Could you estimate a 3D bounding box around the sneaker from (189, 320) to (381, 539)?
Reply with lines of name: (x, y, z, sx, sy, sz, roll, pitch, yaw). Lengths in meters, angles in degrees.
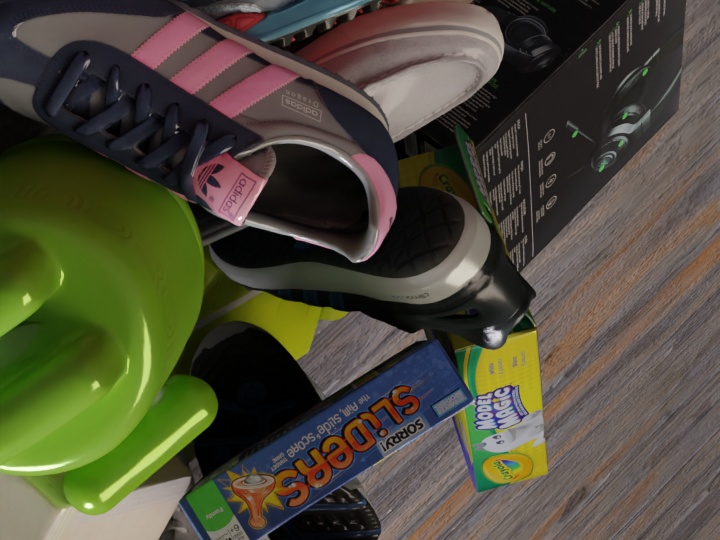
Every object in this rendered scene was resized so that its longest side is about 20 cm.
sneaker: (-0.051, 0.087, 1.275, 0.076, 0.077, 0.200, -24, 140, -2)

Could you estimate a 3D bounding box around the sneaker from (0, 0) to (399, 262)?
sneaker: (-0.071, -0.061, 0.964, 0.200, 0.082, 0.070, 16, 124, -22)

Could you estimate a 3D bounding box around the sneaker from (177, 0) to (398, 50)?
sneaker: (-0.038, -0.149, 1.043, 0.200, 0.096, 0.079, -24, -173, -16)

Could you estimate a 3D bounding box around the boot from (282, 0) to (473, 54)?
boot: (0.029, -0.137, 1.161, 0.146, 0.070, 0.200, -34, 147, -21)

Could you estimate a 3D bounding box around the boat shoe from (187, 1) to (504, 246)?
boat shoe: (-0.025, -0.059, 1.079, 0.200, 0.069, 0.072, -18, 146, 5)

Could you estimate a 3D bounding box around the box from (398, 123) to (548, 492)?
box: (0.058, 0.022, 1.213, 0.048, 0.117, 0.200, -15, 150, -4)

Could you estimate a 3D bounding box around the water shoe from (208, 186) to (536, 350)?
water shoe: (0.000, 0.000, 1.117, 0.079, 0.200, 0.072, 45, 74, -31)

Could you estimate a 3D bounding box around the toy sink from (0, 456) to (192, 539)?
toy sink: (-0.191, 0.140, 1.097, 0.112, 0.130, 0.200, -8, 131, -60)

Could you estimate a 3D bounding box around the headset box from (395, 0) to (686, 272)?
headset box: (0.094, -0.105, 1.318, 0.200, 0.093, 0.174, -45, 156, -17)

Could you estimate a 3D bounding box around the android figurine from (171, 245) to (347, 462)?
android figurine: (-0.062, 0.019, 1.278, 0.182, 0.041, 0.200, -29, 151, -42)

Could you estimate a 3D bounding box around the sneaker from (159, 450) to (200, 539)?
sneaker: (-0.106, 0.140, 1.167, 0.074, 0.116, 0.200, -28, -173, -1)

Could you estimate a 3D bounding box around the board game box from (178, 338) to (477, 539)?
board game box: (-0.016, 0.082, 1.118, 0.135, 0.034, 0.200, -32, 179, -1)

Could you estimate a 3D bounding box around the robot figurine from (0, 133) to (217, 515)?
robot figurine: (-0.128, 0.011, 0.978, 0.116, 0.175, 0.200, -36, -168, 16)
